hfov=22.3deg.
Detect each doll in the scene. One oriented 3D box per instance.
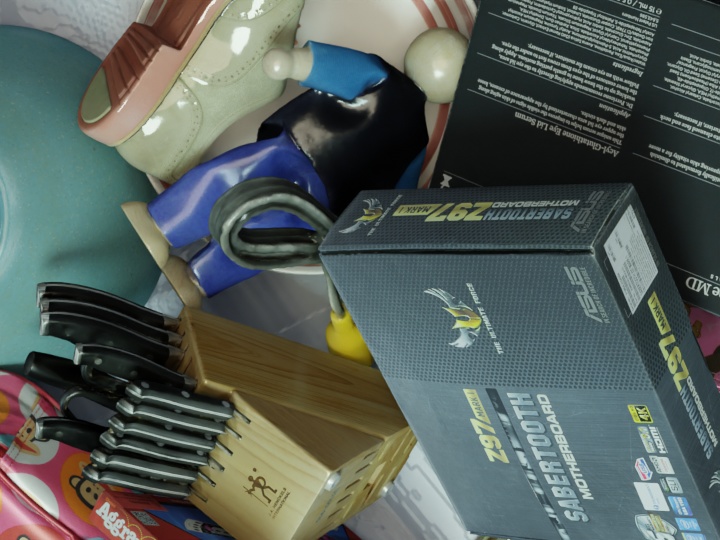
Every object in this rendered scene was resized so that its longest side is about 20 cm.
[{"bbox_3d":[-0.023,-0.061,0.940,0.199,0.049,0.137,-33,130,-6],"label":"doll"}]

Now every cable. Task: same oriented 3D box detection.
[{"bbox_3d":[0.000,0.000,0.930,0.097,0.200,0.051,-33,63,7],"label":"cable"}]

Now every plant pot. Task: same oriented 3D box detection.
[{"bbox_3d":[-0.209,-0.032,0.965,0.198,0.135,0.202,0,94,5],"label":"plant pot"}]

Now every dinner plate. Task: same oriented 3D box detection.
[{"bbox_3d":[-0.027,-0.099,0.985,0.198,0.024,0.202,-1,97,-4],"label":"dinner plate"}]

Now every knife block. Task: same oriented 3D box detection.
[{"bbox_3d":[-0.073,0.062,0.928,0.175,0.200,0.064,38,113,15],"label":"knife block"}]

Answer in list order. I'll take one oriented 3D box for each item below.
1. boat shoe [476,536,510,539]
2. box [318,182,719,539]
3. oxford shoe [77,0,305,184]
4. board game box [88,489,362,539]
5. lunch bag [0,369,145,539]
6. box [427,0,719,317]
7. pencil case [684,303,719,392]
[{"bbox_3d":[0.108,0.155,0.979,0.074,0.066,0.200,42,97,2],"label":"boat shoe"},{"bbox_3d":[0.087,0.050,0.881,0.157,0.051,0.201,2,131,39],"label":"box"},{"bbox_3d":[-0.058,-0.132,0.941,0.200,0.071,0.074,-46,122,8],"label":"oxford shoe"},{"bbox_3d":[-0.037,0.152,0.915,0.103,0.199,0.020,36,100,33],"label":"board game box"},{"bbox_3d":[-0.186,0.169,0.984,0.200,0.082,0.176,43,120,-10],"label":"lunch bag"},{"bbox_3d":[0.148,-0.071,0.909,0.199,0.079,0.142,25,106,27],"label":"box"},{"bbox_3d":[0.147,0.037,0.954,0.198,0.087,0.083,18,68,8],"label":"pencil case"}]
